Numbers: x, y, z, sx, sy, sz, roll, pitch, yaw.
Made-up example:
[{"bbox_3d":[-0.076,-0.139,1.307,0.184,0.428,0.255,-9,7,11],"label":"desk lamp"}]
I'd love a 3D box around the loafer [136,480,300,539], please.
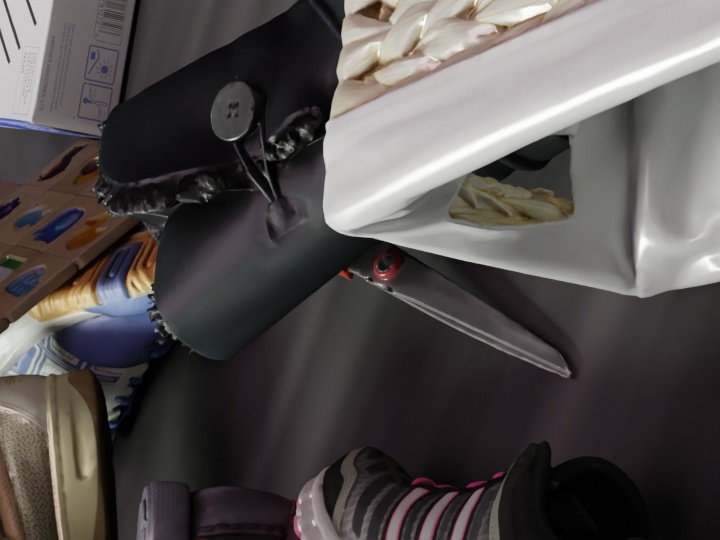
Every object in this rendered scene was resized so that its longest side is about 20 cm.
[{"bbox_3d":[-0.050,0.168,0.812,0.072,0.063,0.201,-108,21,-68],"label":"loafer"}]

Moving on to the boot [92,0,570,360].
[{"bbox_3d":[-0.025,-0.088,0.792,0.168,0.076,0.201,-28,65,27],"label":"boot"}]

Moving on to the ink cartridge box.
[{"bbox_3d":[-0.131,-0.161,1.017,0.094,0.044,0.201,11,91,53],"label":"ink cartridge box"}]

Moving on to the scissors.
[{"bbox_3d":[0.000,0.000,0.806,0.073,0.014,0.200,-43,46,4],"label":"scissors"}]

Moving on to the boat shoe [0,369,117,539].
[{"bbox_3d":[-0.119,0.136,0.852,0.073,0.063,0.202,99,167,-76],"label":"boat shoe"}]

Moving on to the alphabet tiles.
[{"bbox_3d":[-0.168,0.011,0.937,0.200,0.006,0.166,-41,22,-19],"label":"alphabet tiles"}]

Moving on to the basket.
[{"bbox_3d":[0.096,-0.080,0.605,0.200,0.135,0.124,-22,63,50],"label":"basket"}]

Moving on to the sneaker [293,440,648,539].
[{"bbox_3d":[0.044,0.089,0.694,0.087,0.074,0.200,-44,21,-2],"label":"sneaker"}]

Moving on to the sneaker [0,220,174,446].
[{"bbox_3d":[-0.109,0.033,0.933,0.199,0.088,0.075,-20,22,33],"label":"sneaker"}]
